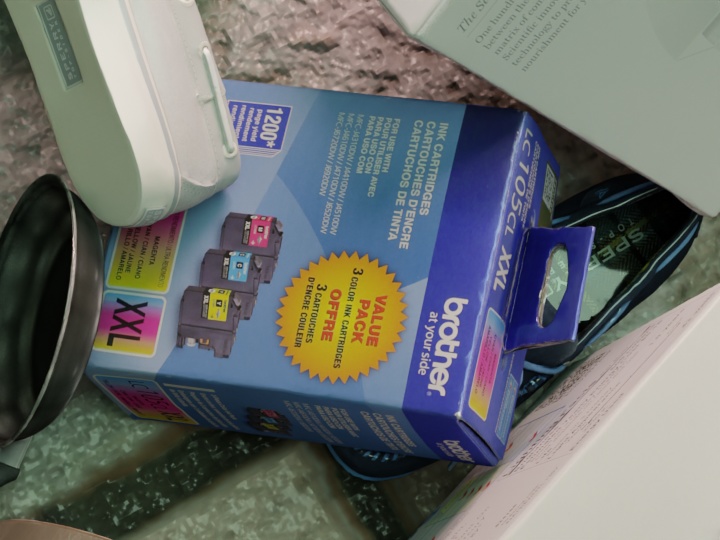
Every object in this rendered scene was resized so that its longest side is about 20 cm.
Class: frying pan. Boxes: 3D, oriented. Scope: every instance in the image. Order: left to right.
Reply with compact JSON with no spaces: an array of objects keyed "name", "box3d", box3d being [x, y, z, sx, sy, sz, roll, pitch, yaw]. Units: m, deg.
[{"name":"frying pan","box3d":[-0.137,0.054,1.193,0.031,0.115,0.190,12,75,-24]}]

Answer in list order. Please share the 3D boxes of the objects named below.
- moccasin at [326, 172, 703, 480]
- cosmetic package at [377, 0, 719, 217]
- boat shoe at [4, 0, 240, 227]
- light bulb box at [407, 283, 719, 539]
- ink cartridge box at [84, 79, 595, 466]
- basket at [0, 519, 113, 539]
[{"name":"moccasin","box3d":[0.065,0.012,1.272,0.200,0.068,0.080,-41,89,-19]},{"name":"cosmetic package","box3d":[0.120,-0.161,1.204,0.200,0.123,0.199,27,108,-43]},{"name":"boat shoe","box3d":[-0.097,-0.120,1.175,0.069,0.072,0.200,-18,87,-38]},{"name":"light bulb box","box3d":[0.100,0.126,1.185,0.125,0.200,0.198,45,71,-2]},{"name":"ink cartridge box","box3d":[0.000,0.000,1.213,0.200,0.076,0.136,7,74,17]},{"name":"basket","box3d":[-0.131,0.210,1.148,0.180,0.136,0.200,30,67,-24]}]
